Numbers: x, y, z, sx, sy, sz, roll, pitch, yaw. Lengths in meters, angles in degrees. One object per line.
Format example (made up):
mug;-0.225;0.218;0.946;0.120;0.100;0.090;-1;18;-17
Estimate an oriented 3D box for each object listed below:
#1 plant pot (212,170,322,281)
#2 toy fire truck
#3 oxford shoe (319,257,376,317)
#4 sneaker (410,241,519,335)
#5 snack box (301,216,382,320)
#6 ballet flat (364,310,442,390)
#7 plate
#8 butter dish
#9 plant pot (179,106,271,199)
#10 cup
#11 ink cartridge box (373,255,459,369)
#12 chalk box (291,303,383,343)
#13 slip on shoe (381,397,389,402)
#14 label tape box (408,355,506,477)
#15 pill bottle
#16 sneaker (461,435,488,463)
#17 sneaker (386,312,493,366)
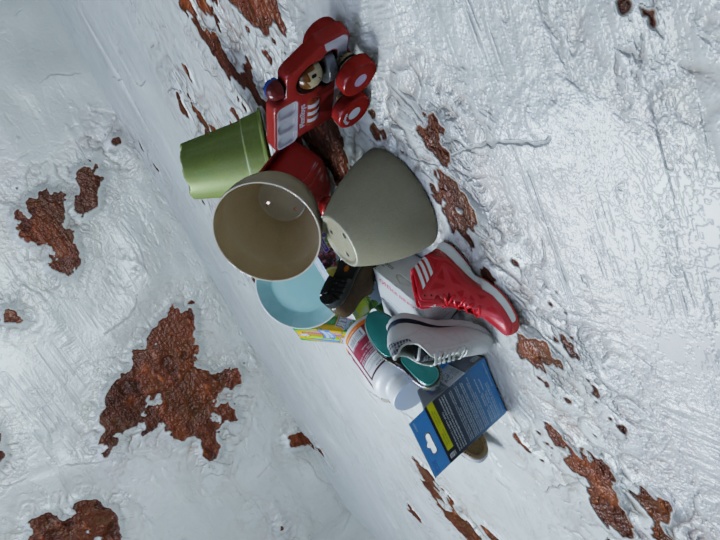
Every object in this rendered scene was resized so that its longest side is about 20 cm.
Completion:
plant pot;-0.157;-0.101;1.305;0.135;0.197;0.202;-76;-34;-56
toy fire truck;-0.076;-0.284;1.108;0.112;0.167;0.201;49;160;15
oxford shoe;0.000;0.000;1.368;0.072;0.201;0.084;18;159;46
sneaker;0.160;0.055;1.179;0.200;0.115;0.079;45;159;26
snack box;-0.013;-0.024;1.417;0.202;0.141;0.053;58;161;-12
ballet flat;0.082;0.158;1.357;0.200;0.072;0.073;44;158;29
plate;-0.128;0.028;1.539;0.202;0.198;0.026;59;-169;-12
butter dish;-0.120;-0.151;1.459;0.146;0.201;0.201;21;148;18
plant pot;-0.288;-0.234;1.550;0.200;0.187;0.204;167;90;-86
cup;0.016;-0.090;1.244;0.200;0.142;0.201;46;158;24
ink cartridge box;0.114;0.078;1.370;0.145;0.083;0.202;38;154;40
chalk box;-0.045;0.094;1.625;0.196;0.127;0.124;3;162;8
slip on shoe;0.089;0.210;1.621;0.076;0.059;0.204;-74;-9;-74
label tape box;0.174;0.272;1.369;0.063;0.199;0.146;20;141;57
pill bottle;0.055;0.193;1.490;0.200;0.112;0.114;51;163;42
sneaker;0.233;0.398;1.625;0.200;0.069;0.110;38;150;56
sneaker;0.141;0.134;1.258;0.081;0.196;0.077;-95;14;-47
